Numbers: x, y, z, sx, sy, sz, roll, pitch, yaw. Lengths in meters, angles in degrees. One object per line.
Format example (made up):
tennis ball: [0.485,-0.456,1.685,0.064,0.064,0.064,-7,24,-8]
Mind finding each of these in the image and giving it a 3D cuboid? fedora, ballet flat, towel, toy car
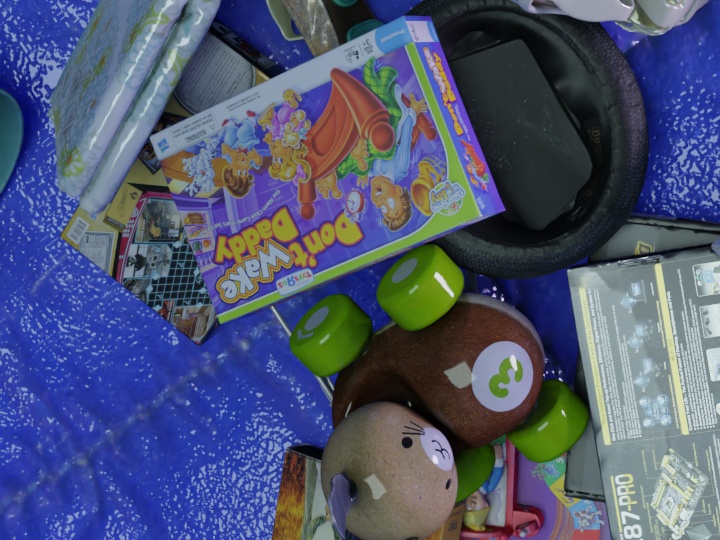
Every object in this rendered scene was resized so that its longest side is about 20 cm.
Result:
fedora: [0.096,-0.092,1.264,0.200,0.092,0.201,0,87,2]
ballet flat: [0.165,-0.178,1.195,0.069,0.200,0.069,-1,89,56]
towel: [-0.153,-0.153,1.297,0.048,0.171,0.200,23,109,-22]
toy car: [0.035,0.117,1.203,0.158,0.200,0.164,-29,115,33]
ballet flat: [-0.020,-0.165,1.317,0.067,0.068,0.200,-30,85,38]

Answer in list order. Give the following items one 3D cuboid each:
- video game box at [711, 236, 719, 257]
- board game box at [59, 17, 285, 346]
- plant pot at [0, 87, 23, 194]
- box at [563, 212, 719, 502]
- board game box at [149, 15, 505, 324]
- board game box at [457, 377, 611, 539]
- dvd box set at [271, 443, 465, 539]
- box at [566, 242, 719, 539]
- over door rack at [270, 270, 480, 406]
video game box: [0.351,-0.014,1.183,0.200,0.047,0.182,43,81,-7]
board game box: [-0.112,-0.064,1.360,0.135,0.035,0.200,38,112,7]
plant pot: [-0.371,-0.101,1.358,0.161,0.201,0.201,42,108,18]
box: [0.247,0.067,1.274,0.198,0.050,0.200,8,97,15]
board game box: [-0.024,-0.063,1.215,0.200,0.045,0.135,-23,87,25]
board game box: [0.090,0.149,1.345,0.158,0.039,0.200,-43,87,18]
dvd box set: [-0.006,0.241,1.370,0.146,0.029,0.200,17,103,32]
box: [0.230,0.083,1.228,0.161,0.049,0.200,-10,91,11]
over door rack: [0.000,0.000,1.312,0.148,0.067,0.200,-30,108,23]
